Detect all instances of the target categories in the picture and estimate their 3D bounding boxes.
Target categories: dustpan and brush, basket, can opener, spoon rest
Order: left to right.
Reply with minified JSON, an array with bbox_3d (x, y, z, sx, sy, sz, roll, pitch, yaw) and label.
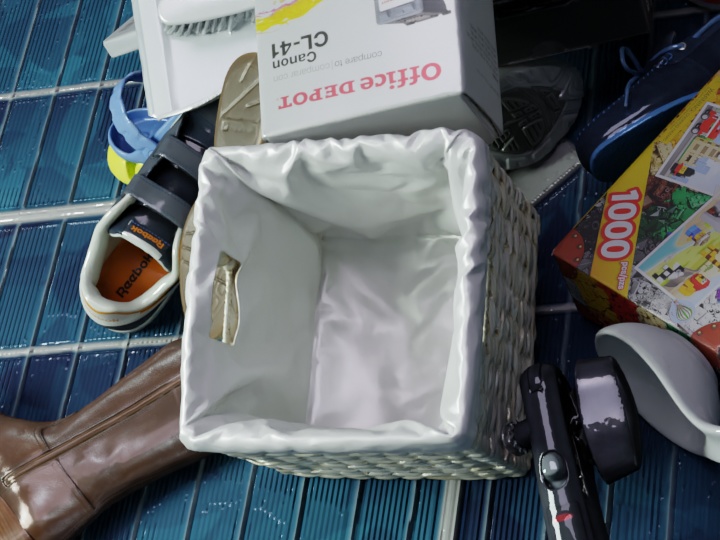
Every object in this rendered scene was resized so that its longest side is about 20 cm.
[{"bbox_3d":[-0.074,-0.195,1.630,0.198,0.057,0.141,-12,79,12],"label":"dustpan and brush"},{"bbox_3d":[0.008,0.029,1.486,0.198,0.161,0.200,-3,75,23],"label":"basket"},{"bbox_3d":[0.133,0.149,1.404,0.078,0.063,0.202,-17,66,30],"label":"can opener"},{"bbox_3d":[0.207,0.079,1.403,0.061,0.100,0.200,-42,23,-19],"label":"spoon rest"}]

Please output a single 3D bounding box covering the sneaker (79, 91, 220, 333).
[{"bbox_3d":[-0.132,-0.044,1.657,0.078,0.079,0.201,29,89,7],"label":"sneaker"}]

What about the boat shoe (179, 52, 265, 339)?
[{"bbox_3d":[-0.073,-0.048,1.613,0.072,0.065,0.202,14,94,44],"label":"boat shoe"}]

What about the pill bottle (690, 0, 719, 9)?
[{"bbox_3d":[0.250,-0.290,1.632,0.113,0.200,0.115,-12,50,15],"label":"pill bottle"}]

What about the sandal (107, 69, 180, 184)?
[{"bbox_3d":[-0.111,-0.106,1.728,0.198,0.087,0.080,0,50,20],"label":"sandal"}]

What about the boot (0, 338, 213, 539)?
[{"bbox_3d":[-0.190,0.092,1.624,0.199,0.064,0.187,-35,61,0],"label":"boot"}]

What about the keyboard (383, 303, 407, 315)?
[{"bbox_3d":[0.000,0.000,1.640,0.199,0.040,0.104,9,39,28],"label":"keyboard"}]

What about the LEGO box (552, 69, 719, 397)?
[{"bbox_3d":[0.248,-0.029,1.513,0.149,0.077,0.200,32,72,38],"label":"LEGO box"}]

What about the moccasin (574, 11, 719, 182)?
[{"bbox_3d":[0.226,-0.131,1.610,0.199,0.081,0.068,-30,61,-17],"label":"moccasin"}]

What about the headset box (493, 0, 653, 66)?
[{"bbox_3d":[0.133,-0.217,1.663,0.148,0.078,0.200,-12,24,16],"label":"headset box"}]

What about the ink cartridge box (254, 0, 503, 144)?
[{"bbox_3d":[0.008,-0.177,1.519,0.146,0.086,0.202,-11,67,18],"label":"ink cartridge box"}]

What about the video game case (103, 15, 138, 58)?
[{"bbox_3d":[-0.096,-0.226,1.781,0.199,0.018,0.143,-11,28,50],"label":"video game case"}]

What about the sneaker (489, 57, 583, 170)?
[{"bbox_3d":[0.062,-0.108,1.663,0.199,0.078,0.099,-24,31,-5],"label":"sneaker"}]
